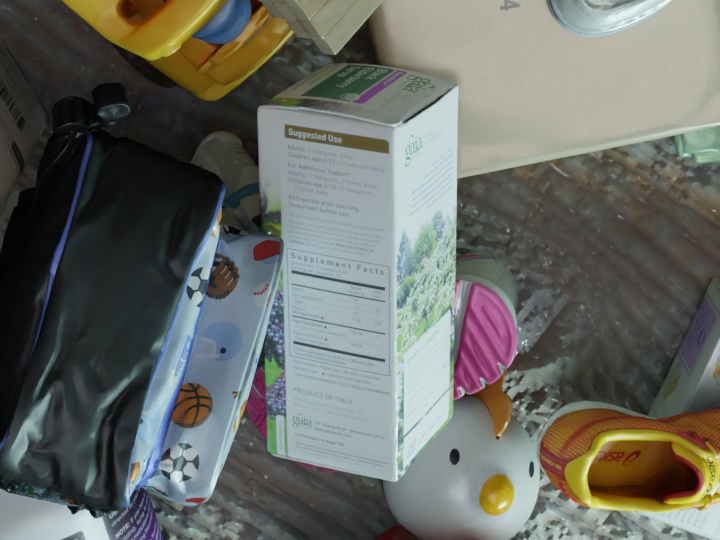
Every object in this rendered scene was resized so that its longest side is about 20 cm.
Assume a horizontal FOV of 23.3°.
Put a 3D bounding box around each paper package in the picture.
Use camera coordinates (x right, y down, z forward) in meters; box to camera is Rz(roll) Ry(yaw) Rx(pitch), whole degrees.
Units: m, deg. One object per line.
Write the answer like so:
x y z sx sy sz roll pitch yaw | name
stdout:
0.094 -0.167 0.931 0.189 0.104 0.201 -10 108 8 | paper package

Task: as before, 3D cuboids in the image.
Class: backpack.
-0.130 0.031 0.873 0.153 0.190 0.201 25 78 -20 | backpack

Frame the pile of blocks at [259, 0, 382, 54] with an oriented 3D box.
-0.005 -0.206 0.847 0.082 0.062 0.201 22 87 -40 | pile of blocks

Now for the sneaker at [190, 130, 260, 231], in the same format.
-0.118 -0.004 1.016 0.200 0.087 0.075 -41 151 26 | sneaker

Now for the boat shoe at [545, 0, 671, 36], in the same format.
0.167 -0.179 0.820 0.202 0.086 0.075 -38 103 19 | boat shoe

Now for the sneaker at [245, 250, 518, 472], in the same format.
0.020 0.052 1.028 0.199 0.088 0.082 -25 101 31 | sneaker

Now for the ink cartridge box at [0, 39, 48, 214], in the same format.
-0.243 -0.095 0.901 0.084 0.200 0.147 -27 108 8 | ink cartridge box

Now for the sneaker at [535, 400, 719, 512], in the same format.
0.200 0.111 0.991 0.199 0.077 0.074 -5 109 -16 | sneaker

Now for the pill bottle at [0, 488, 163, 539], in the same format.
-0.174 0.159 1.023 0.112 0.113 0.201 -11 121 2 | pill bottle

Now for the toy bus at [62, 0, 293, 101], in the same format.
-0.108 -0.172 0.886 0.136 0.192 0.200 -44 107 11 | toy bus

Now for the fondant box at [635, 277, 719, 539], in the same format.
0.281 0.108 1.069 0.199 0.058 0.145 20 107 -10 | fondant box

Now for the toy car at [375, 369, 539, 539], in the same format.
0.062 0.149 1.024 0.183 0.177 0.201 9 94 -21 | toy car

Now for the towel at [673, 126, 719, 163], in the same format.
0.273 -0.148 0.999 0.199 0.023 0.154 -9 108 2 | towel

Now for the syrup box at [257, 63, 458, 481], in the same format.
0.000 0.000 0.913 0.081 0.079 0.201 10 116 24 | syrup box
